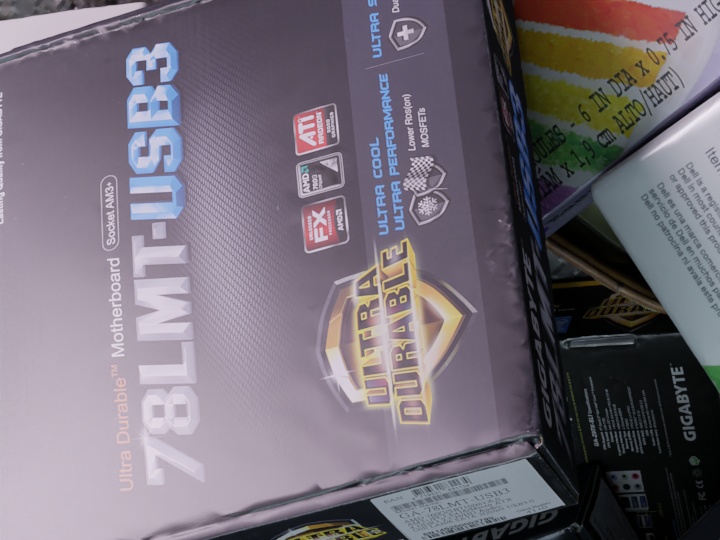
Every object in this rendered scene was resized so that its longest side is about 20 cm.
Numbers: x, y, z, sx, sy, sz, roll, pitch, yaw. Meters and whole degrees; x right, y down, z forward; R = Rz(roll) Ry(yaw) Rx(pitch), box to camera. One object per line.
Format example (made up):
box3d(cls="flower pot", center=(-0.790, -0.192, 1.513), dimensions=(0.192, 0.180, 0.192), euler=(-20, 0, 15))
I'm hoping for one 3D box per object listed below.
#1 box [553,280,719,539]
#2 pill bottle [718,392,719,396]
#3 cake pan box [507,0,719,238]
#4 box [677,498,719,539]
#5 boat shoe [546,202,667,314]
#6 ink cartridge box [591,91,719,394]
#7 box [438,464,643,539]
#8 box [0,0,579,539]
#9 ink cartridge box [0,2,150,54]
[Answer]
box3d(cls="box", center=(0.089, 0.102, 0.994), dimensions=(0.159, 0.049, 0.201), euler=(-4, 118, 22))
box3d(cls="pill bottle", center=(0.212, 0.109, 0.920), dimensions=(0.112, 0.113, 0.201), euler=(-17, 114, 25))
box3d(cls="cake pan box", center=(0.056, -0.123, 0.823), dimensions=(0.200, 0.052, 0.185), euler=(-38, 79, 25))
box3d(cls="box", center=(0.143, 0.205, 0.835), dimensions=(0.182, 0.104, 0.200), euler=(41, 139, 16))
box3d(cls="boat shoe", center=(0.068, -0.051, 0.894), dimensions=(0.199, 0.074, 0.076), euler=(30, 124, -2))
box3d(cls="ink cartridge box", center=(0.200, -0.025, 0.771), dimensions=(0.200, 0.083, 0.147), euler=(-35, 82, 22))
box3d(cls="box", center=(0.047, 0.180, 0.998), dimensions=(0.199, 0.046, 0.159), euler=(-21, 112, 27))
box3d(cls="box", center=(-0.040, 0.001, 0.762), dimensions=(0.197, 0.201, 0.050), euler=(-14, 148, 15))
box3d(cls="ink cartridge box", center=(-0.096, 0.023, 0.890), dimensions=(0.084, 0.201, 0.146), euler=(-6, 151, 19))
